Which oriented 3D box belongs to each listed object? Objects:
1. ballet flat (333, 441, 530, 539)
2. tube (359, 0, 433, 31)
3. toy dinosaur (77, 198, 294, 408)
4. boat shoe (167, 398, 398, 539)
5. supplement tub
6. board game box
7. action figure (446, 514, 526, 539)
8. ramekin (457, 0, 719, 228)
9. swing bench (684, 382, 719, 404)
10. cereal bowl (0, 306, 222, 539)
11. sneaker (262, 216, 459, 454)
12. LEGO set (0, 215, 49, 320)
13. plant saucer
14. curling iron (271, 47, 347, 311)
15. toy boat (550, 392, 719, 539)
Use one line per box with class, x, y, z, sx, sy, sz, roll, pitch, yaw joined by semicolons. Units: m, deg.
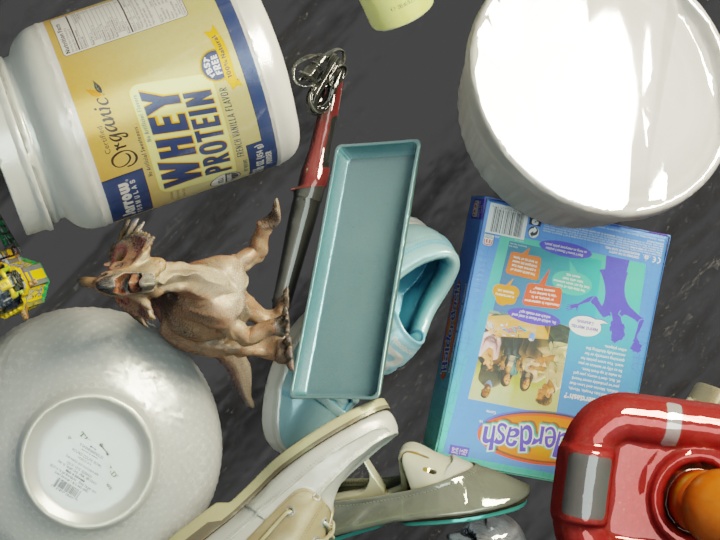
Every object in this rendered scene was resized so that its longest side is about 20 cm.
ballet flat;0.021;0.157;1.168;0.198;0.067;0.064;-12;96;12
tube;-0.007;-0.267;1.139;0.058;0.052;0.201;-52;128;-41
toy dinosaur;-0.116;0.024;1.115;0.134;0.201;0.086;-5;58;-1
boat shoe;-0.047;0.170;1.126;0.200;0.075;0.069;-38;74;5
supplement tub;-0.155;-0.114;1.105;0.199;0.144;0.146;-20;97;-9
board game box;0.140;0.056;1.220;0.151;0.045;0.202;12;90;-11
action figure;0.074;0.266;1.201;0.199;0.104;0.195;15;100;29
ramekin;0.162;-0.123;1.170;0.200;0.094;0.204;3;75;-13
swing bench;0.272;0.219;1.215;0.199;0.130;0.200;35;87;-3
cereal bowl;-0.192;0.128;1.143;0.198;0.083;0.202;-1;93;-12
sneaker;0.001;0.052;1.167;0.074;0.082;0.201;32;87;-32
LEGO set;-0.310;-0.022;1.069;0.153;0.116;0.202;-19;92;13
plant saucer;0.000;0.000;1.148;0.069;0.019;0.202;-2;63;26
curling iron;-0.044;-0.066;1.186;0.049;0.025;0.202;6;97;-48
toy boat;0.233;0.156;1.083;0.198;0.131;0.132;7;89;-4
